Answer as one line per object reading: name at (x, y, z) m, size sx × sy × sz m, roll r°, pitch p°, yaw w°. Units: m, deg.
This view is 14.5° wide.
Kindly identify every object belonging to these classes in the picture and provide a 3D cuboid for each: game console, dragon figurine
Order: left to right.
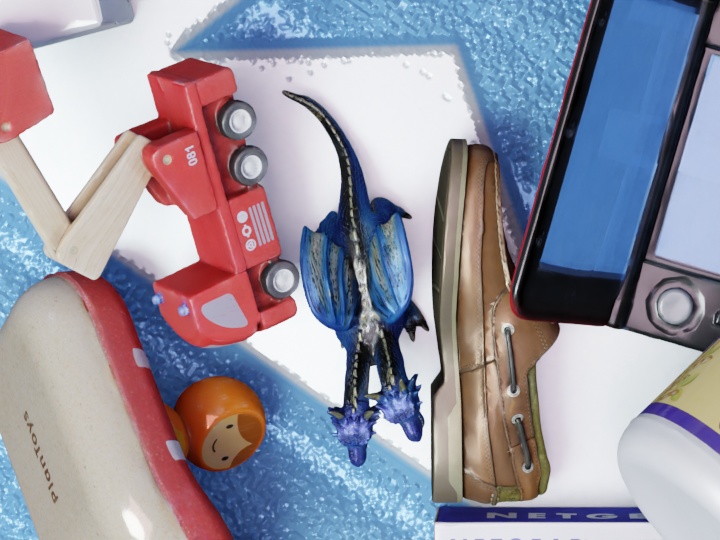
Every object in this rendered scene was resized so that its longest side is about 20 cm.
dragon figurine at (0.000, 0.000, 1.502) m, size 0.059 × 0.099 × 0.201 m, roll -9°, pitch 95°, yaw 4°
game console at (0.184, -0.054, 1.476) m, size 0.172 × 0.119 × 0.201 m, roll 16°, pitch 97°, yaw 2°

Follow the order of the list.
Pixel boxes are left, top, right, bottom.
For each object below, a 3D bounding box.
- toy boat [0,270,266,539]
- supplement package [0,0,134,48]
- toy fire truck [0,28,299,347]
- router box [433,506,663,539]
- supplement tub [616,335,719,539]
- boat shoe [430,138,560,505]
toy boat at (-0.109, 0.093, 1.507) m, size 0.130 × 0.131 × 0.201 m, roll -14°, pitch 71°, yaw -28°
supplement package at (-0.235, -0.163, 1.489) m, size 0.199 × 0.121 × 0.120 m, roll -14°, pitch 94°, yaw 4°
toy fire truck at (-0.118, -0.041, 1.443) m, size 0.141 × 0.049 × 0.201 m, roll -25°, pitch 113°, yaw -25°
router box at (0.138, 0.221, 1.540) m, size 0.199 × 0.049 × 0.180 m, roll -1°, pitch 96°, yaw 4°
supplement tub at (0.246, 0.074, 1.446) m, size 0.200 × 0.145 × 0.145 m, roll -43°, pitch 92°, yaw -13°
boat shoe at (0.072, 0.027, 1.520) m, size 0.068 × 0.072 × 0.201 m, roll 0°, pitch 105°, yaw -1°
